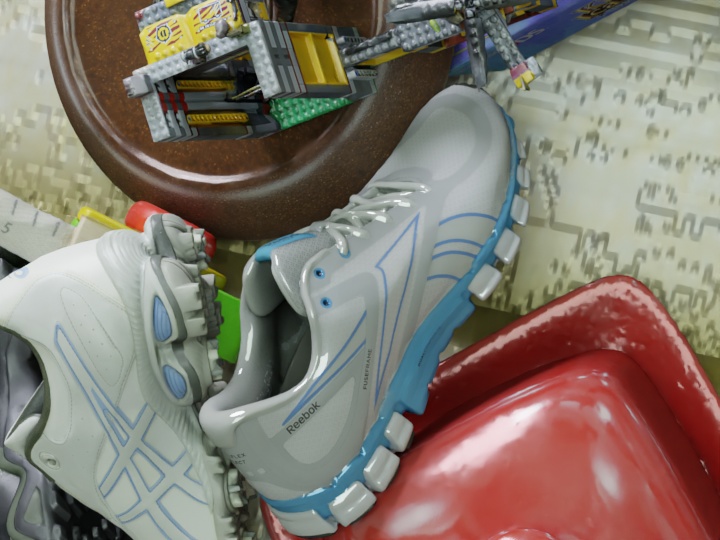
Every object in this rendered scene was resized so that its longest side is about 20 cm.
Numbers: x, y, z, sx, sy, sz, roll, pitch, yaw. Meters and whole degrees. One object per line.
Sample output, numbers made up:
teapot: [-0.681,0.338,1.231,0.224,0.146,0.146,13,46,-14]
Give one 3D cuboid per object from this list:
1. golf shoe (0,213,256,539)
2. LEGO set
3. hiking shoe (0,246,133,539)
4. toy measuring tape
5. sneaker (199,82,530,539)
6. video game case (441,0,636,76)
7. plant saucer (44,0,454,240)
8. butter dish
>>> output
golf shoe: [-0.095,0.073,0.900,0.096,0.078,0.201,-10,117,1]
LEGO set: [-0.020,-0.129,0.841,0.199,0.116,0.155,-10,90,23]
hiking shoe: [-0.166,0.083,0.954,0.100,0.076,0.201,-19,75,18]
toy measuring tape: [-0.125,-0.009,0.925,0.199,0.074,0.074,27,89,-24]
sneaker: [0.000,0.000,0.863,0.075,0.087,0.201,-1,56,47]
video game case: [0.085,-0.198,0.887,0.200,0.045,0.183,-24,77,48]
plant saucer: [-0.057,-0.113,0.940,0.199,0.034,0.202,2,94,23]
butter dish: [0.070,0.124,0.865,0.199,0.148,0.200,-29,82,5]
